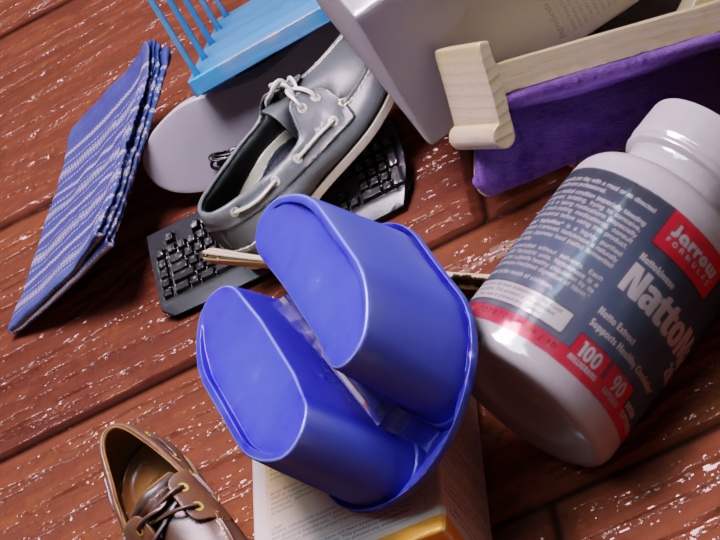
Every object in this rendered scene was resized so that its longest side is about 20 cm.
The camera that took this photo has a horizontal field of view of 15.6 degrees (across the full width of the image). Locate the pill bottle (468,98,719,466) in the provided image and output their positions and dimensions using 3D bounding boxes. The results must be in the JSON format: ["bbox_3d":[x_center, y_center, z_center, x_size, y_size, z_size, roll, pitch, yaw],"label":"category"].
[{"bbox_3d":[0.151,0.002,1.529,0.119,0.120,0.200,19,65,48],"label":"pill bottle"}]

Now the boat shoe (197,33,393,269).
[{"bbox_3d":[-0.039,-0.098,1.775,0.201,0.062,0.073,-57,37,-6],"label":"boat shoe"}]

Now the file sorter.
[{"bbox_3d":[-0.078,-0.233,1.898,0.138,0.123,0.200,-28,14,12],"label":"file sorter"}]

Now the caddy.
[{"bbox_3d":[-0.007,0.047,1.503,0.142,0.105,0.200,-55,35,15],"label":"caddy"}]

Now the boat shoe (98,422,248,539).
[{"bbox_3d":[-0.115,0.162,1.619,0.072,0.068,0.200,-39,38,-2],"label":"boat shoe"}]

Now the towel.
[{"bbox_3d":[-0.198,-0.063,1.910,0.145,0.024,0.201,-40,27,44],"label":"towel"}]

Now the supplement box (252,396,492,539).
[{"bbox_3d":[0.005,0.121,1.560,0.125,0.074,0.201,-24,40,18],"label":"supplement box"}]

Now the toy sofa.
[{"bbox_3d":[0.154,-0.114,1.596,0.199,0.098,0.083,-17,7,-17],"label":"toy sofa"}]

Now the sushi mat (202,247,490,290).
[{"bbox_3d":[0.000,0.000,1.683,0.199,0.095,0.012,6,92,41],"label":"sushi mat"}]

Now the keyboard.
[{"bbox_3d":[-0.061,-0.056,1.824,0.199,0.021,0.128,-25,50,14],"label":"keyboard"}]

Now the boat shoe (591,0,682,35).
[{"bbox_3d":[0.167,-0.185,1.756,0.072,0.066,0.200,-45,52,-7],"label":"boat shoe"}]

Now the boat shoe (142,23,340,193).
[{"bbox_3d":[-0.066,-0.123,1.886,0.199,0.069,0.057,-32,15,9],"label":"boat shoe"}]

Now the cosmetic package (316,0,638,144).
[{"bbox_3d":[0.064,-0.221,1.689,0.200,0.123,0.200,-36,39,0],"label":"cosmetic package"}]

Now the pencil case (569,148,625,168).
[{"bbox_3d":[0.111,-0.132,1.727,0.087,0.088,0.200,-44,38,-8],"label":"pencil case"}]
